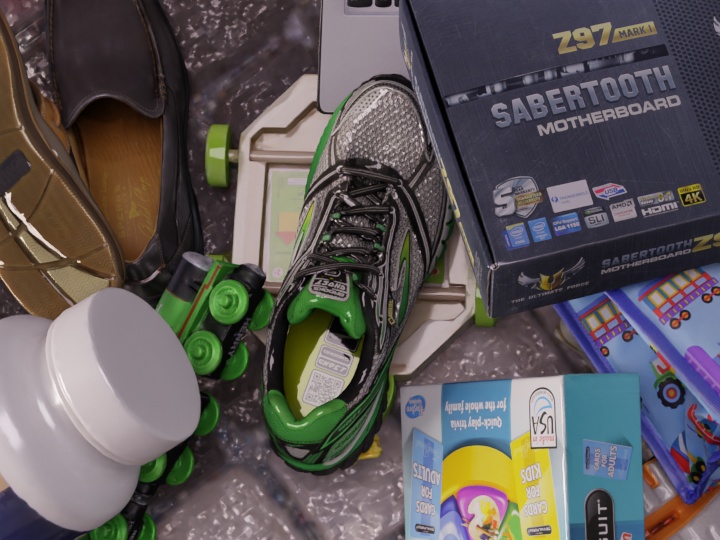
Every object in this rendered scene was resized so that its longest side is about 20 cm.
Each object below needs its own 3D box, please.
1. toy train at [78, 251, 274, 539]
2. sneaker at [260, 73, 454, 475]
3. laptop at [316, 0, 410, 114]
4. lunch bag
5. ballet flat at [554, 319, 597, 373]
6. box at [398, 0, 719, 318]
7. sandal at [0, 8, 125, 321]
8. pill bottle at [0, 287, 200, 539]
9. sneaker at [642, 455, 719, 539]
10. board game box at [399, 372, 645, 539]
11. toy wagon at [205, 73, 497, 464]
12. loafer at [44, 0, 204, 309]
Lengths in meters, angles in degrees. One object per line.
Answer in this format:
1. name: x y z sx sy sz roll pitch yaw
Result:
1. toy train: -0.108 0.080 1.417 0.056 0.042 0.201 31 97 26
2. sneaker: 0.000 0.000 1.381 0.077 0.085 0.201 11 81 5
3. laptop: 0.079 -0.152 1.353 0.186 0.116 0.201 0 113 -7
4. lunch bag: 0.161 -0.018 1.351 0.150 0.094 0.200 -34 77 -23
5. ballet flat: 0.110 -0.001 1.403 0.075 0.064 0.201 -28 94 43
6. box: 0.131 -0.076 1.306 0.199 0.051 0.159 -12 60 -7
7. sandal: -0.175 -0.060 1.419 0.080 0.054 0.201 -35 79 22
8. pill bottle: -0.178 0.091 1.370 0.199 0.111 0.112 -31 78 24
9. sneaker: 0.186 0.104 1.397 0.199 0.077 0.079 -27 72 -20
10. board game box: 0.077 0.152 1.342 0.047 0.151 0.202 0 85 -29
11. toy wagon: -0.005 0.000 1.445 0.154 0.040 0.202 2 81 5
12. loafer: -0.124 -0.083 1.451 0.072 0.072 0.201 -17 79 2
